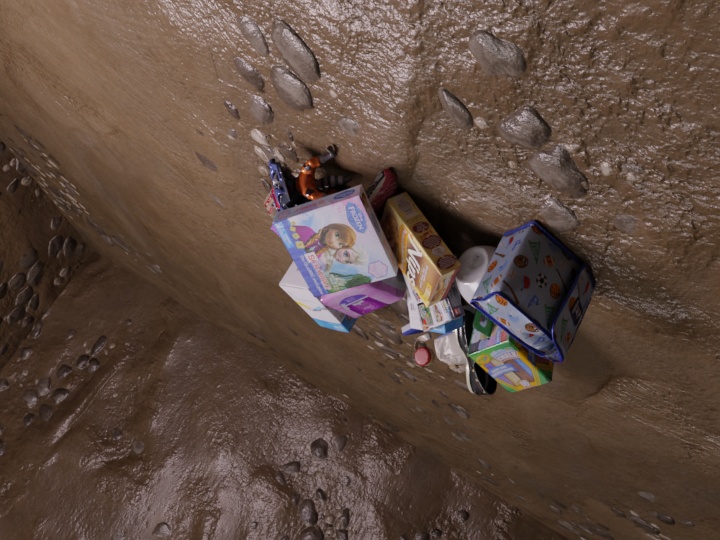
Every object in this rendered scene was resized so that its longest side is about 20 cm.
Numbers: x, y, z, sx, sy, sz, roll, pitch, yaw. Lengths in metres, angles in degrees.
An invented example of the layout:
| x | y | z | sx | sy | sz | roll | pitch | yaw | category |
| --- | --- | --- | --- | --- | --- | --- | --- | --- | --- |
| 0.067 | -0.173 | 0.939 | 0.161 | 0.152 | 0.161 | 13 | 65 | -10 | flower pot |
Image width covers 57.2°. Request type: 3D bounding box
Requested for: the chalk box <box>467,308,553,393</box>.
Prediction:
| x | y | z | sx | sy | sz | roll | pitch | yaw | category |
| --- | --- | --- | --- | --- | --- | --- | --- | --- | --- |
| 0.326 | 0.155 | 1.466 | 0.199 | 0.126 | 0.122 | 41 | 139 | -22 | chalk box |

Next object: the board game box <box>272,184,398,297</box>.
| x | y | z | sx | sy | sz | roll | pitch | yaw | category |
| --- | --- | --- | --- | --- | --- | --- | --- | --- | --- |
| -0.048 | -0.053 | 1.332 | 0.194 | 0.042 | 0.203 | -15 | 123 | 21 | board game box |

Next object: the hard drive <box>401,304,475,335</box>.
| x | y | z | sx | sy | sz | roll | pitch | yaw | category |
| --- | --- | --- | --- | --- | --- | --- | --- | --- | --- |
| 0.195 | 0.126 | 1.658 | 0.128 | 0.026 | 0.200 | -8 | 168 | -18 | hard drive |

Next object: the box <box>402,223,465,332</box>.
| x | y | z | sx | sy | sz | roll | pitch | yaw | category |
| --- | --- | --- | --- | --- | --- | --- | --- | --- | --- |
| 0.143 | 0.017 | 1.404 | 0.109 | 0.034 | 0.205 | -29 | 77 | 51 | box |

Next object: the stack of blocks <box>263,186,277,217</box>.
| x | y | z | sx | sy | sz | roll | pitch | yaw | category |
| --- | --- | --- | --- | --- | --- | --- | --- | --- | --- |
| -0.133 | -0.122 | 1.599 | 0.198 | 0.059 | 0.115 | 33 | -172 | -24 | stack of blocks |

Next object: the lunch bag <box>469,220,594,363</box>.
| x | y | z | sx | sy | sz | roll | pitch | yaw | category |
| --- | --- | --- | --- | --- | --- | --- | --- | --- | --- |
| 0.328 | 0.043 | 1.199 | 0.199 | 0.172 | 0.123 | 39 | 159 | -12 | lunch bag |

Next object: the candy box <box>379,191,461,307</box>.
| x | y | z | sx | sy | sz | roll | pitch | yaw | category |
| --- | --- | --- | --- | --- | --- | --- | --- | --- | --- |
| 0.113 | -0.043 | 1.332 | 0.202 | 0.054 | 0.117 | 57 | 153 | 25 | candy box |

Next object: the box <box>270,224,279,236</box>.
| x | y | z | sx | sy | sz | roll | pitch | yaw | category |
| --- | --- | --- | --- | --- | --- | --- | --- | --- | --- |
| -0.120 | -0.060 | 1.659 | 0.136 | 0.040 | 0.199 | 40 | -171 | 30 | box |

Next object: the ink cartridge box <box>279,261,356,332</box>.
| x | y | z | sx | sy | sz | roll | pitch | yaw | category |
| --- | --- | --- | --- | --- | --- | --- | --- | --- | --- |
| -0.095 | 0.047 | 1.849 | 0.144 | 0.149 | 0.200 | 7 | 148 | 49 | ink cartridge box |

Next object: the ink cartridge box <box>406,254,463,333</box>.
| x | y | z | sx | sy | sz | roll | pitch | yaw | category |
| --- | --- | --- | --- | --- | --- | --- | --- | --- | --- |
| 0.160 | 0.027 | 1.468 | 0.114 | 0.065 | 0.207 | 5 | 104 | 51 | ink cartridge box |

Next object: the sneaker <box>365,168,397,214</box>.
| x | y | z | sx | sy | sz | roll | pitch | yaw | category |
| --- | --- | --- | --- | --- | --- | --- | --- | --- | --- |
| 0.001 | -0.138 | 1.352 | 0.075 | 0.080 | 0.200 | 54 | 131 | 11 | sneaker |

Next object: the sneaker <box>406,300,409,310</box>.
| x | y | z | sx | sy | sz | roll | pitch | yaw | category |
| --- | --- | --- | --- | --- | --- | --- | --- | --- | --- |
| 0.188 | 0.055 | 1.595 | 0.097 | 0.077 | 0.200 | 13 | 161 | -16 | sneaker |

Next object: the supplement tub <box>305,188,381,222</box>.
| x | y | z | sx | sy | sz | roll | pitch | yaw | category |
| --- | --- | --- | --- | --- | --- | --- | --- | --- | --- |
| -0.047 | -0.115 | 1.488 | 0.197 | 0.108 | 0.107 | 31 | 159 | 6 | supplement tub |

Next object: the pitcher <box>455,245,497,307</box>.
| x | y | z | sx | sy | sz | roll | pitch | yaw | category |
| --- | --- | --- | --- | --- | --- | --- | --- | --- | --- |
| 0.263 | 0.030 | 1.352 | 0.198 | 0.124 | 0.170 | 34 | 169 | -38 | pitcher |

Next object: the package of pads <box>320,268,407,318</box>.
| x | y | z | sx | sy | sz | roll | pitch | yaw | category |
| --- | --- | --- | --- | --- | --- | --- | --- | --- | --- |
| 0.008 | 0.040 | 1.511 | 0.118 | 0.078 | 0.198 | 25 | 150 | -26 | package of pads |

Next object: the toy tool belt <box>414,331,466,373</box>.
| x | y | z | sx | sy | sz | roll | pitch | yaw | category |
| --- | --- | --- | --- | --- | --- | --- | --- | --- | --- |
| 0.245 | 0.197 | 1.666 | 0.197 | 0.128 | 0.122 | -25 | 159 | 28 | toy tool belt |

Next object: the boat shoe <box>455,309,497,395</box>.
| x | y | z | sx | sy | sz | roll | pitch | yaw | category |
| --- | --- | --- | --- | --- | --- | --- | --- | --- | --- |
| 0.270 | 0.188 | 1.528 | 0.062 | 0.072 | 0.208 | -4 | 102 | 55 | boat shoe |

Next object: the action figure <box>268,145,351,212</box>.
| x | y | z | sx | sy | sz | roll | pitch | yaw | category |
| --- | --- | --- | --- | --- | --- | --- | --- | --- | --- |
| -0.115 | -0.149 | 1.405 | 0.190 | 0.103 | 0.207 | -12 | 89 | 40 | action figure |
